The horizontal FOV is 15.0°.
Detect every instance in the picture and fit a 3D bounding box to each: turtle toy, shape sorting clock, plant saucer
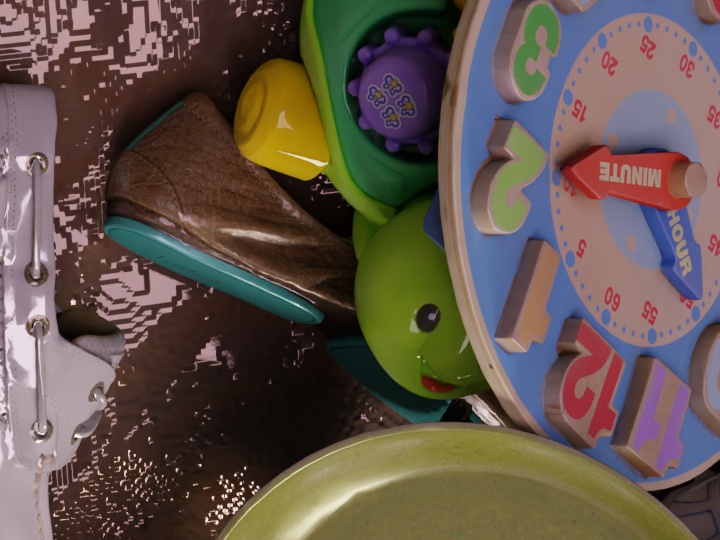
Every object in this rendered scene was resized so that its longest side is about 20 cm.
[{"bbox_3d":[0.040,-0.054,0.920,0.145,0.101,0.201,17,77,-23],"label":"turtle toy"},{"bbox_3d":[0.093,-0.029,0.876,0.199,0.039,0.201,-5,97,-46],"label":"shape sorting clock"},{"bbox_3d":[0.036,0.143,0.854,0.199,0.031,0.201,2,98,17],"label":"plant saucer"}]

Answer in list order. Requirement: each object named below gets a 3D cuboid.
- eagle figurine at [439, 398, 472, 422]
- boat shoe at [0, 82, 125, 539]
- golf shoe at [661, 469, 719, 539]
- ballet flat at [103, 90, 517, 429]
[{"bbox_3d":[0.003,0.161,0.960,0.200,0.151,0.152,-33,111,20],"label":"eagle figurine"},{"bbox_3d":[-0.113,0.034,0.940,0.069,0.071,0.201,-11,110,-13],"label":"boat shoe"},{"bbox_3d":[0.163,0.111,1.045,0.078,0.097,0.200,36,95,-26],"label":"golf shoe"},{"bbox_3d":[0.000,0.000,0.980,0.199,0.068,0.073,33,76,-21],"label":"ballet flat"}]
